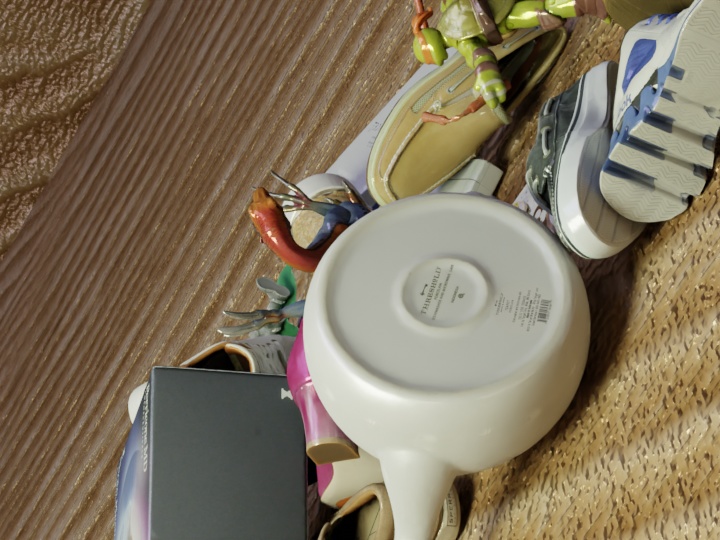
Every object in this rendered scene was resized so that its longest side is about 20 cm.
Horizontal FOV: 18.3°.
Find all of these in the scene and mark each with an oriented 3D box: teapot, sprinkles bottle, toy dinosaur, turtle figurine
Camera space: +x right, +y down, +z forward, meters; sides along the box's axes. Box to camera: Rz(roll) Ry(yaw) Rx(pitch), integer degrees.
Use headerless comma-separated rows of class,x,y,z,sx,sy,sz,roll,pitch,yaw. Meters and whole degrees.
teapot,0.057,0.055,1.443,0.198,0.199,0.147,51,161,34
sprinkles bottle,0.000,0.000,1.695,0.069,0.068,0.200,-58,33,17
toy dinosaur,-0.009,-0.027,1.516,0.181,0.198,0.106,-7,-96,-86
turtle figurine,0.101,-0.197,1.686,0.160,0.065,0.201,-24,33,8

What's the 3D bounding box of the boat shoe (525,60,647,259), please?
boat shoe,0.145,-0.062,1.468,0.071,0.072,0.200,-30,21,27

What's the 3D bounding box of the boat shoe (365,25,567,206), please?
boat shoe,0.084,-0.126,1.718,0.200,0.072,0.076,-52,33,-14

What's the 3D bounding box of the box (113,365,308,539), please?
box,-0.114,0.200,1.634,0.199,0.122,0.202,119,153,-60

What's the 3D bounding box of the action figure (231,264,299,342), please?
action figure,-0.096,0.095,1.967,0.119,0.054,0.201,-82,7,-46

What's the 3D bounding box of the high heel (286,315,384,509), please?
high heel,-0.010,0.104,1.556,0.200,0.067,0.097,50,-149,-63

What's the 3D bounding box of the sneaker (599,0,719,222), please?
sneaker,0.208,-0.138,1.388,0.200,0.080,0.116,-56,20,30

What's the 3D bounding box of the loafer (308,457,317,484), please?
loafer,-0.028,0.110,1.676,0.073,0.072,0.200,-28,-8,-25

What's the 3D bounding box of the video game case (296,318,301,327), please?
video game case,-0.017,0.063,1.875,0.200,0.023,0.183,-44,25,51

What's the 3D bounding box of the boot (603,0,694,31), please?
boot,0.234,-0.237,1.470,0.155,0.072,0.200,-58,-3,-16

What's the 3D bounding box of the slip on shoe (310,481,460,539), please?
slip on shoe,-0.007,0.195,1.545,0.200,0.060,0.077,-37,56,50

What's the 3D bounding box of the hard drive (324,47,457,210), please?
hard drive,0.057,-0.138,1.847,0.200,0.025,0.132,-48,16,-3

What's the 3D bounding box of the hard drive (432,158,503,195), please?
hard drive,0.029,0.006,1.758,0.132,0.027,0.201,2,62,62

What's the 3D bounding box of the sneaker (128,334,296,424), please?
sneaker,-0.086,0.089,1.768,0.084,0.073,0.199,-31,-8,40

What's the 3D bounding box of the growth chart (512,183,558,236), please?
growth chart,0.113,-0.018,1.610,0.201,0.018,0.145,-57,18,25
